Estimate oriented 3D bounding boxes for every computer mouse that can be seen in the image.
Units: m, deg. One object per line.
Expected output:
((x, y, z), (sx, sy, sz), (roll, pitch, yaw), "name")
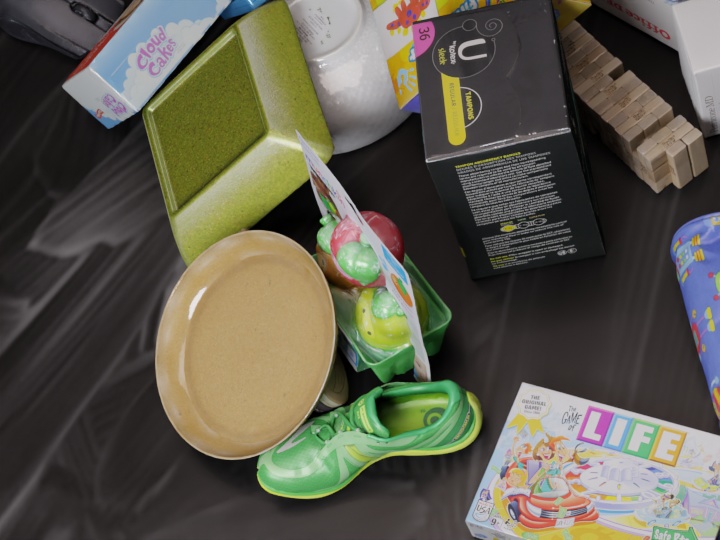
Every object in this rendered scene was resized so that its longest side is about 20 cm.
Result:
((-0.300, -0.276, 1.988), (0.200, 0.053, 0.139), (18, 67, 25), "computer mouse")

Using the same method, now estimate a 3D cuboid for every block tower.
((0.230, -0.154, 1.756), (0.054, 0.058, 0.200), (-37, 56, -9), "block tower")

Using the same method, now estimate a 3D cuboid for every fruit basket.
((0.000, 0.000, 1.644), (0.094, 0.200, 0.185), (-33, 57, -6), "fruit basket")

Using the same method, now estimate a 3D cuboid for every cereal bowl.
((-0.032, -0.215, 1.855), (0.200, 0.083, 0.200), (-7, 58, 11), "cereal bowl")

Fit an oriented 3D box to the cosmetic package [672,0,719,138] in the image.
((0.386, -0.204, 1.710), (0.200, 0.108, 0.085), (-17, 57, 8), "cosmetic package")

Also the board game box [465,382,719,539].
((0.203, 0.180, 1.574), (0.200, 0.034, 0.135), (14, 64, 23), "board game box")

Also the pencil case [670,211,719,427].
((0.318, 0.047, 1.594), (0.087, 0.078, 0.200), (-16, 57, 7), "pencil case")

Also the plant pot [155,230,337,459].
((-0.095, 0.065, 1.667), (0.200, 0.027, 0.200), (-10, 74, 35), "plant pot")

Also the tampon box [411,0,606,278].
((0.129, -0.112, 1.674), (0.126, 0.200, 0.150), (-11, 57, 10), "tampon box")

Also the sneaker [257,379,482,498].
((0.002, 0.132, 1.633), (0.200, 0.084, 0.074), (-19, 57, 5), "sneaker")

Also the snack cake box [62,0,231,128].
((-0.197, -0.241, 1.892), (0.200, 0.067, 0.115), (-53, 16, -17), "snack cake box")

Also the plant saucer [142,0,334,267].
((-0.130, -0.133, 1.799), (0.200, 0.048, 0.200), (-38, 51, 28), "plant saucer")

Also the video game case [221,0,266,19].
((-0.050, -0.321, 1.907), (0.200, 0.018, 0.143), (-41, 13, -10), "video game case")

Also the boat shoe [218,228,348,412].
((-0.076, 0.053, 1.718), (0.065, 0.072, 0.200), (-39, 61, 14), "boat shoe")

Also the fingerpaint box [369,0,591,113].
((0.100, -0.261, 1.743), (0.200, 0.073, 0.167), (-39, 57, 43), "fingerpaint box")

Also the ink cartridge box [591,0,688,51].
((0.279, -0.333, 1.763), (0.145, 0.200, 0.147), (-44, 58, -14), "ink cartridge box")
